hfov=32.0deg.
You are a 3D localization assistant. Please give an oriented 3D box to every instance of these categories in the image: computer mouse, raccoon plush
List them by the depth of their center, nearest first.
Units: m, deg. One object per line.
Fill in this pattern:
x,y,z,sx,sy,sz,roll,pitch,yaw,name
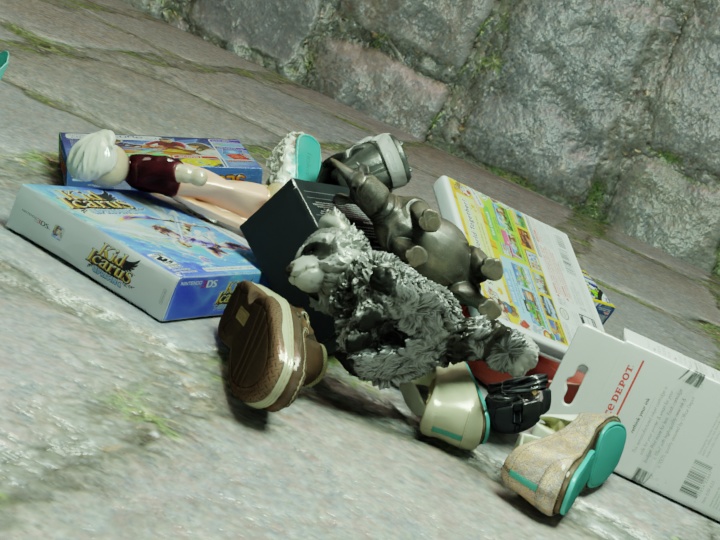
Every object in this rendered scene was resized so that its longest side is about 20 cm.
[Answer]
0.032,0.031,1.018,0.200,0.097,0.134,27,19,-32,raccoon plush
0.130,0.111,1.020,0.058,0.034,0.200,-6,-12,4,computer mouse

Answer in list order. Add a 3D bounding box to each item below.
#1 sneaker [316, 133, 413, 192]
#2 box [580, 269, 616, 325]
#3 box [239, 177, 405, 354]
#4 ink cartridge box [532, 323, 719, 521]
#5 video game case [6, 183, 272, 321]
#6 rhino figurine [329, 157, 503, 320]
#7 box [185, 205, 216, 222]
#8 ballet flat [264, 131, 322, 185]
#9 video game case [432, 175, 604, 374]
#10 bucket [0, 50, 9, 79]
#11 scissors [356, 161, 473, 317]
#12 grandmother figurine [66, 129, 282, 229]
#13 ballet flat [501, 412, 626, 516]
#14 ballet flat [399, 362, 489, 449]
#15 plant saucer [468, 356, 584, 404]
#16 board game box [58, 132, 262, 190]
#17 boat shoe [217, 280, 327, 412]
-0.008,-0.097,1.292,0.090,0.067,0.200,-22,3,-7,sneaker
0.173,0.023,1.348,0.200,0.064,0.070,16,27,-34,box
0.000,0.000,1.165,0.200,0.079,0.141,4,49,-57,box
0.269,0.131,1.135,0.200,0.116,0.067,26,13,8,ink cartridge box
-0.180,-0.020,1.119,0.181,0.046,0.200,27,13,23,video game case
0.046,-0.034,1.115,0.200,0.060,0.087,38,1,-18,rhino figurine
-0.191,-0.088,1.400,0.041,0.039,0.200,18,13,-20,box
-0.073,-0.050,1.281,0.072,0.072,0.200,18,55,-23,ballet flat
0.164,0.007,1.259,0.182,0.023,0.200,22,37,-32,video game case
-0.407,-0.152,1.045,0.207,0.135,0.207,23,13,-6,bucket
0.060,-0.020,1.188,0.200,0.014,0.073,47,27,-14,scissors
-0.175,-0.084,1.174,0.200,0.061,0.121,14,-14,-24,grandmother figurine
0.163,0.144,1.011,0.067,0.068,0.200,20,9,22,ballet flat
0.063,0.083,1.066,0.069,0.070,0.200,20,21,-13,ballet flat
0.150,0.085,1.302,0.199,0.037,0.200,10,19,-47,plant saucer
-0.215,-0.113,1.332,0.200,0.035,0.135,1,19,-17,board game box
-0.056,0.058,0.954,0.075,0.075,0.202,26,11,-17,boat shoe
